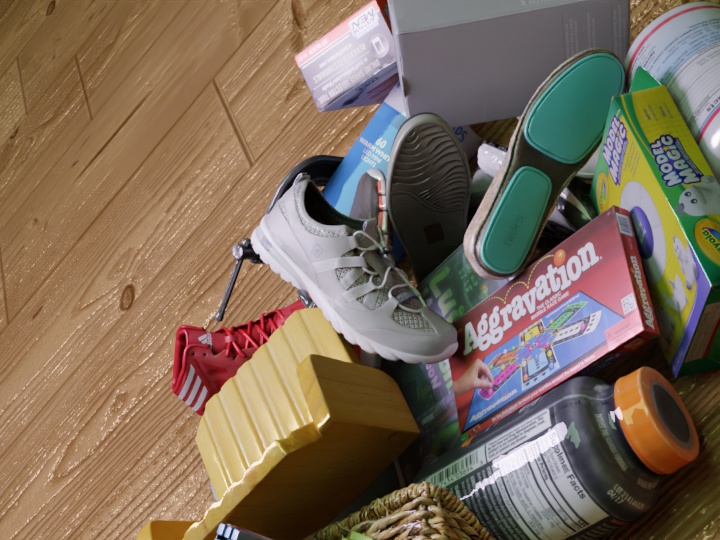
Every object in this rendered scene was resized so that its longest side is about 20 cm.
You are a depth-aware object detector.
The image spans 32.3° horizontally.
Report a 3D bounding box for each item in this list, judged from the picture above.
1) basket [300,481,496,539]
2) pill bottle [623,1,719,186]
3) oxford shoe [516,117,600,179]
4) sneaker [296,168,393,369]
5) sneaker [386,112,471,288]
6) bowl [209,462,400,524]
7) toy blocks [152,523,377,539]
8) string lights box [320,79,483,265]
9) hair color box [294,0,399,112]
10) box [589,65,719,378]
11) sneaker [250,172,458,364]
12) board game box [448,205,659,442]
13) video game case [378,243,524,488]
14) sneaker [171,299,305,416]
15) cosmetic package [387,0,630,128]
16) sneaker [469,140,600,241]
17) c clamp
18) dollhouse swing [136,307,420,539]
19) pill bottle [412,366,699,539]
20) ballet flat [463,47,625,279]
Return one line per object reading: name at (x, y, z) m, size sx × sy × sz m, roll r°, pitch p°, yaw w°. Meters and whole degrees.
basket at (0.035, 0.263, 0.888) m, size 0.199 × 0.142 × 0.151 m, roll -36°, pitch 42°, yaw 36°
pill bottle at (0.280, -0.109, 0.916) m, size 0.109 × 0.108 × 0.201 m, roll -44°, pitch 37°, yaw 17°
oxford shoe at (0.180, -0.141, 1.111) m, size 0.075 × 0.058 × 0.200 m, roll -46°, pitch 38°, yaw 7°
sneaker at (-0.016, 0.004, 1.088) m, size 0.081 × 0.077 × 0.203 m, roll 5°, pitch 74°, yaw 7°
sneaker at (0.054, -0.072, 1.098) m, size 0.074 × 0.202 × 0.107 m, roll -12°, pitch 42°, yaw -2°
bowl at (-0.062, 0.165, 1.122) m, size 0.200 × 0.105 × 0.203 m, roll -30°, pitch 44°, yaw 33°
toy blocks at (-0.053, 0.203, 0.795) m, size 0.199 × 0.136 × 0.101 m, roll 3°, pitch 70°, yaw 54°
string lights box at (0.024, -0.074, 1.197) m, size 0.059 × 0.103 × 0.201 m, roll 36°, pitch 92°, yaw 34°
hair color box at (0.039, -0.215, 1.224) m, size 0.110 × 0.199 × 0.065 m, roll -29°, pitch 86°, yaw 33°
box at (0.218, -0.039, 0.898) m, size 0.048 × 0.118 × 0.202 m, roll -10°, pitch 54°, yaw -7°
sneaker at (0.000, 0.000, 1.004) m, size 0.199 × 0.075 × 0.083 m, roll 36°, pitch 115°, yaw 14°
board game box at (0.136, 0.046, 0.937) m, size 0.200 × 0.019 × 0.104 m, roll -41°, pitch 45°, yaw 42°
video game case at (0.082, 0.086, 1.036) m, size 0.182 × 0.023 × 0.202 m, roll -44°, pitch 44°, yaw 30°
sneaker at (-0.111, 0.075, 1.241) m, size 0.200 × 0.115 × 0.079 m, roll -47°, pitch 36°, yaw 14°
cosmetic package at (0.126, -0.194, 1.058) m, size 0.197 × 0.108 × 0.091 m, roll -6°, pitch 40°, yaw 2°
sneaker at (0.156, -0.049, 1.065) m, size 0.200 × 0.073 × 0.080 m, roll 33°, pitch 101°, yaw 60°
c clamp at (-0.050, -0.039, 1.220) m, size 0.027 × 0.199 × 0.173 m, roll 36°, pitch 117°, yaw 31°
dollhouse swing at (-0.088, 0.122, 0.969) m, size 0.200 × 0.181 × 0.177 m, roll -45°, pitch 60°, yaw 16°
pill bottle at (0.140, 0.145, 0.889) m, size 0.199 × 0.106 × 0.107 m, roll -35°, pitch 40°, yaw 28°
ballet flat at (0.138, -0.086, 0.983) m, size 0.201 × 0.068 × 0.067 m, roll -57°, pitch 8°, yaw -3°
